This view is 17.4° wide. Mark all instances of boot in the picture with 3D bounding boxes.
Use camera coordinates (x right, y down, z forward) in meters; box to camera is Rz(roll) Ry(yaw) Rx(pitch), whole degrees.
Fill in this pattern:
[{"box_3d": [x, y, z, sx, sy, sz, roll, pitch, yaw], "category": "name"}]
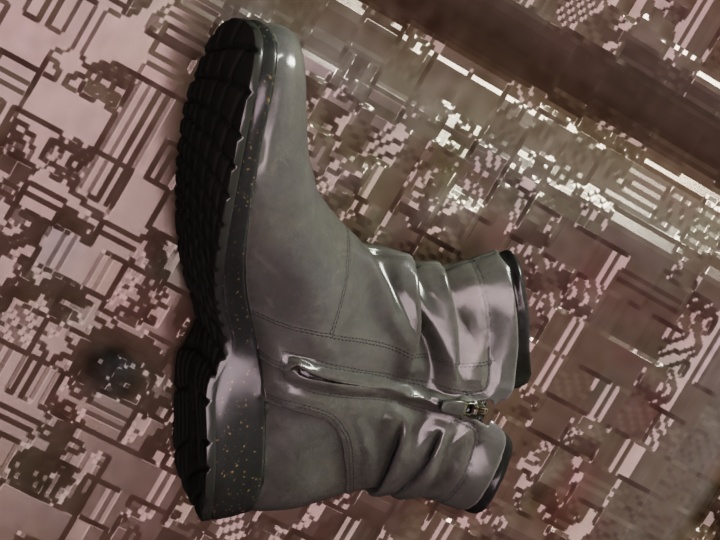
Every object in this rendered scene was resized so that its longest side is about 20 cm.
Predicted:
[{"box_3d": [0.000, 0.000, 0.878, 0.131, 0.068, 0.200, -4, 113, -18], "category": "boot"}]
